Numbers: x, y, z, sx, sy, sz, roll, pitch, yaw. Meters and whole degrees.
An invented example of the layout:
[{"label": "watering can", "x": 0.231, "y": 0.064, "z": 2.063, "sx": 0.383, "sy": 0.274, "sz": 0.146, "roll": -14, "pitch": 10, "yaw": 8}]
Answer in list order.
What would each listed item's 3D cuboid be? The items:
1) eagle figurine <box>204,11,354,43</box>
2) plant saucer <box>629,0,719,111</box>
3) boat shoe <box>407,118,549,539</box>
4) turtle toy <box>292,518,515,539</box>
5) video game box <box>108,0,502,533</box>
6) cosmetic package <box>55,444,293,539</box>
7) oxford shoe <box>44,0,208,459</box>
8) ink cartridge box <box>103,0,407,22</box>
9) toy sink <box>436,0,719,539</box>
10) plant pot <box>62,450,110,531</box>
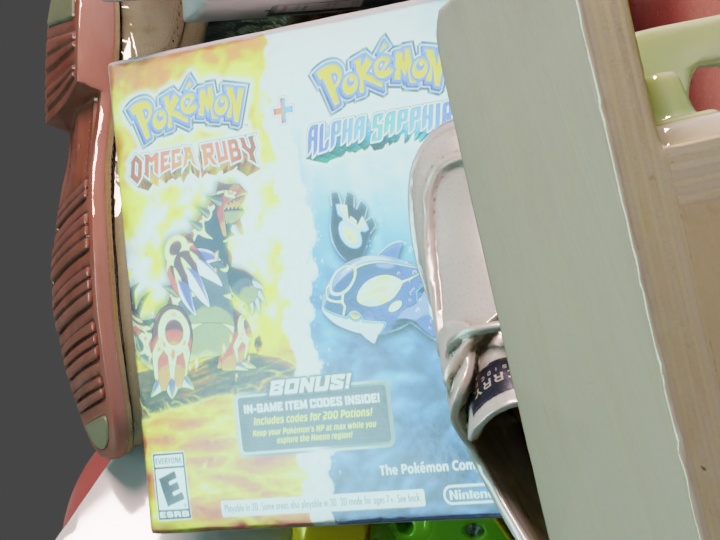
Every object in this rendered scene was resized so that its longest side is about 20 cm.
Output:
[{"label": "eagle figurine", "x": -0.017, "y": -0.114, "z": 1.130, "sx": 0.200, "sy": 0.151, "sz": 0.152, "roll": 158, "pitch": 123, "yaw": -80}, {"label": "plant saucer", "x": 0.109, "y": -0.089, "z": 0.837, "sx": 0.200, "sy": 0.036, "sz": 0.201, "roll": -112, "pitch": 21, "yaw": -56}, {"label": "boat shoe", "x": 0.058, "y": 0.036, "z": 0.813, "sx": 0.070, "sy": 0.071, "sz": 0.201, "roll": 12, "pitch": -127, "yaw": -59}, {"label": "turtle toy", "x": 0.048, "y": 0.096, "z": 1.022, "sx": 0.101, "sy": 0.145, "sz": 0.201, "roll": -76, "pitch": -7, "yaw": -50}, {"label": "video game box", "x": 0.000, "y": 0.000, "z": 0.931, "sx": 0.199, "sy": 0.047, "sz": 0.183, "roll": -8, "pitch": 85, "yaw": 38}, {"label": "cosmetic package", "x": -0.046, "y": 0.089, "z": 1.075, "sx": 0.200, "sy": 0.085, "sz": 0.108, "roll": -55, "pitch": -17, "yaw": -30}, {"label": "oxford shoe", "x": -0.083, "y": -0.026, "z": 1.028, "sx": 0.071, "sy": 0.073, "sz": 0.201, "roll": 161, "pitch": 109, "yaw": -67}, {"label": "ink cartridge box", "x": -0.013, "y": -0.160, "z": 0.996, "sx": 0.067, "sy": 0.199, "sz": 0.118, "roll": 170, "pitch": 95, "yaw": -79}, {"label": "toy sink", "x": 0.107, "y": 0.009, "z": 0.675, "sx": 0.130, "sy": 0.111, "sz": 0.201, "roll": 161, "pitch": 96, "yaw": -76}, {"label": "plant pot", "x": -0.049, "y": 0.143, "z": 1.402, "sx": 0.177, "sy": 0.199, "sz": 0.201, "roll": 138, "pitch": 127, "yaw": -63}]
